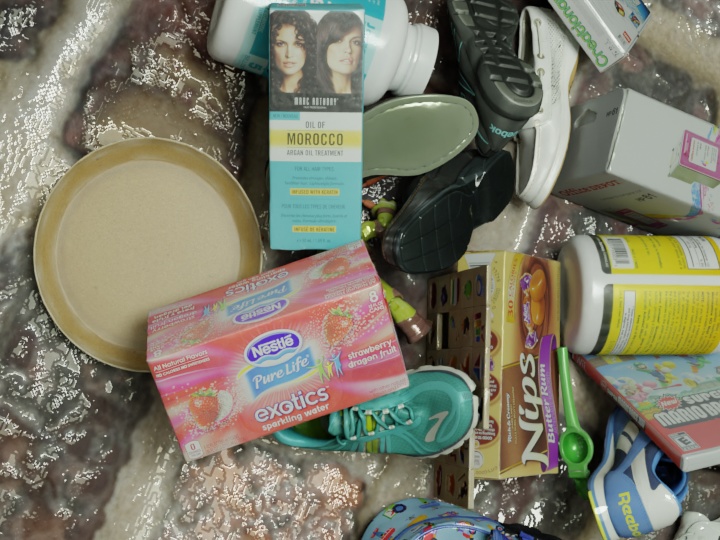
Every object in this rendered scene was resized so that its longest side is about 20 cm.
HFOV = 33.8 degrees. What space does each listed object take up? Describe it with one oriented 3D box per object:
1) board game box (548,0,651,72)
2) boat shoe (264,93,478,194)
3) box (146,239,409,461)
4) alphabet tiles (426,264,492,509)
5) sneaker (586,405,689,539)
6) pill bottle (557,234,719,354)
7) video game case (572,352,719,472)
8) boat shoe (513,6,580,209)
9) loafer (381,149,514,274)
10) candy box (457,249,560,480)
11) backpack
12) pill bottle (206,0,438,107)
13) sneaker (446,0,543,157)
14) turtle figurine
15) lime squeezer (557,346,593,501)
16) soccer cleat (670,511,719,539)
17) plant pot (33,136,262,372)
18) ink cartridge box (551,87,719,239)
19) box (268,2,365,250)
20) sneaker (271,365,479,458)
[{"bbox_3d":[0.203,-0.301,1.152,0.201,0.034,0.126,52,37,-7],"label":"board game box"},{"bbox_3d":[0.007,-0.116,1.070,0.198,0.061,0.073,-18,111,-1],"label":"boat shoe"},{"bbox_3d":[-0.070,0.064,0.983,0.197,0.095,0.104,-18,114,-2],"label":"box"},{"bbox_3d":[0.084,0.103,1.047,0.007,0.167,0.204,3,85,-14],"label":"alphabet tiles"},{"bbox_3d":[0.269,0.178,1.094,0.075,0.081,0.200,61,30,-16],"label":"sneaker"},{"bbox_3d":[0.292,0.024,1.132,0.196,0.112,0.115,1,85,-7],"label":"pill bottle"},{"bbox_3d":[0.307,0.112,1.108,0.140,0.200,0.018,-9,118,-17],"label":"video game case"},{"bbox_3d":[0.164,-0.160,1.147,0.068,0.071,0.204,14,73,-15],"label":"boat shoe"},{"bbox_3d":[0.068,-0.054,1.070,0.199,0.071,0.074,-36,128,-49],"label":"loafer"},{"bbox_3d":[0.136,0.088,1.095,0.116,0.056,0.204,10,80,-54],"label":"candy box"},{"bbox_3d":[0.089,0.301,1.052,0.197,0.134,0.185,25,78,-11],"label":"backpack"},{"bbox_3d":[-0.032,-0.215,1.066,0.197,0.111,0.113,15,81,-15],"label":"pill bottle"},{"bbox_3d":[0.111,-0.194,1.107,0.074,0.080,0.202,7,46,-16],"label":"sneaker"},{"bbox_3d":[0.000,0.000,1.083,0.199,0.064,0.163,-36,96,-17],"label":"turtle figurine"},{"bbox_3d":[0.220,0.171,1.119,0.070,0.037,0.202,-41,114,-24],"label":"lime squeezer"},{"bbox_3d":[0.325,0.287,1.164,0.198,0.069,0.086,-27,85,-20],"label":"soccer cleat"},{"bbox_3d":[-0.184,-0.014,1.037,0.196,0.027,0.204,0,89,-11],"label":"plant pot"},{"bbox_3d":[0.293,-0.092,1.139,0.197,0.144,0.086,20,81,-15],"label":"ink cartridge box"},{"bbox_3d":[-0.037,-0.121,1.003,0.081,0.049,0.204,0,107,-3],"label":"box"},{"bbox_3d":[0.011,0.129,1.011,0.079,0.197,0.079,-2,81,-57],"label":"sneaker"}]
